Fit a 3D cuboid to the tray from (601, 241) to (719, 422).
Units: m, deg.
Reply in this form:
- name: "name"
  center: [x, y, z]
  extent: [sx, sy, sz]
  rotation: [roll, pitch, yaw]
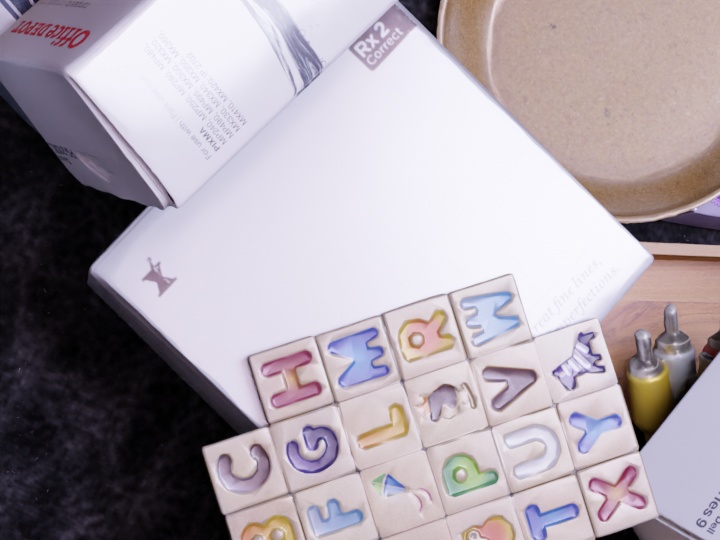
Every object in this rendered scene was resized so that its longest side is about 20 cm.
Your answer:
- name: "tray"
  center: [0.137, 0.034, 1.266]
  extent: [0.199, 0.037, 0.099]
  rotation: [2, 86, -19]

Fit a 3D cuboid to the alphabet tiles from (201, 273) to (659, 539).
- name: "alphabet tiles"
  center: [0.034, 0.100, 1.078]
  extent: [0.199, 0.006, 0.167]
  rotation: [-17, 92, -9]

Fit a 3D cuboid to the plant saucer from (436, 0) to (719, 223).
- name: "plant saucer"
  center: [0.141, -0.123, 1.249]
  extent: [0.199, 0.035, 0.201]
  rotation: [-1, 82, 5]

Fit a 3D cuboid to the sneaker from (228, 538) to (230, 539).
- name: "sneaker"
  center: [0.004, 0.204, 1.181]
  extent: [0.200, 0.070, 0.090]
  rotation: [39, 93, -11]

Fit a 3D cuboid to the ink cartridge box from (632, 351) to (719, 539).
- name: "ink cartridge box"
  center: [0.231, 0.127, 1.214]
  extent: [0.146, 0.084, 0.200]
  rotation: [-49, 139, -15]

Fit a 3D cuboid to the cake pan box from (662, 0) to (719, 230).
- name: "cake pan box"
  center: [0.266, -0.106, 1.311]
  extent: [0.183, 0.052, 0.201]
  rotation: [10, 83, -16]

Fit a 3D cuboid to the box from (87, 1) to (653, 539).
- name: "box"
  center: [0.000, 0.000, 1.147]
  extent: [0.200, 0.131, 0.199]
  rotation: [44, 83, -3]

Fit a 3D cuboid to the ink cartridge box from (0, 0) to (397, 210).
- name: "ink cartridge box"
  center: [-0.064, -0.130, 1.071]
  extent: [0.200, 0.145, 0.084]
  rotation: [-44, 112, -13]

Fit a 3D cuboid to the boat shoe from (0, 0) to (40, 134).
- name: "boat shoe"
  center: [-0.166, -0.151, 1.155]
  extent: [0.091, 0.071, 0.201]
  rotation: [-41, 99, -18]

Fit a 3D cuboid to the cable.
- name: "cable"
  center: [0.179, 0.113, 1.256]
  extent: [0.097, 0.050, 0.201]
  rotation: [-11, 120, -33]
